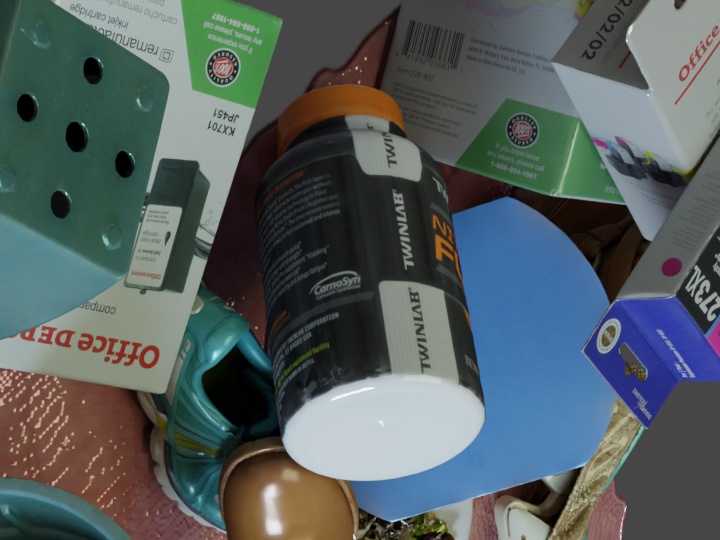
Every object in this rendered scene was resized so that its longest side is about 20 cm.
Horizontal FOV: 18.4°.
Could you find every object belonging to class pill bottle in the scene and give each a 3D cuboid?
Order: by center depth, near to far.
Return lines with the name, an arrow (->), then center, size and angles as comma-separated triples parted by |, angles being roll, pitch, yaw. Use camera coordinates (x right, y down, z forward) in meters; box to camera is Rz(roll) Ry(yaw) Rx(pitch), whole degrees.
pill bottle -> 0.000, 0.000, 1.167 | 0.106, 0.106, 0.201 | 35, 37, -47

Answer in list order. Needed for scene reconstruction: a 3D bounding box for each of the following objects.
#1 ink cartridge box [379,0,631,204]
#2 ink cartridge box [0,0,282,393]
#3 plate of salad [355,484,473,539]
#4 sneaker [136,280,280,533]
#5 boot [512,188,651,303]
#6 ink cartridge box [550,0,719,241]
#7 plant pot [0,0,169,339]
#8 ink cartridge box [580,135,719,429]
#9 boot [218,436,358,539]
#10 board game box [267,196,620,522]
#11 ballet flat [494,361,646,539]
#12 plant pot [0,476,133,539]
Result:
ink cartridge box -> 0.103, -0.151, 1.242 | 0.087, 0.145, 0.201 | 3, 103, -48
ink cartridge box -> -0.139, -0.051, 1.075 | 0.146, 0.083, 0.201 | 13, 97, -47
plate of salad -> 0.014, 0.186, 1.341 | 0.200, 0.048, 0.201 | -29, 130, -42
sneaker -> -0.071, 0.084, 1.197 | 0.078, 0.080, 0.200 | -46, 141, -22
boot -> 0.126, 0.033, 1.306 | 0.077, 0.155, 0.200 | 50, 62, -34
ink cartridge box -> 0.174, -0.108, 1.172 | 0.115, 0.068, 0.200 | -54, 140, -17
plant pot -> -0.187, -0.047, 0.915 | 0.141, 0.200, 0.142 | 31, 65, -47
ink cartridge box -> 0.196, -0.014, 1.165 | 0.200, 0.037, 0.095 | -54, 139, -9
boot -> -0.039, 0.201, 1.166 | 0.076, 0.156, 0.200 | 2, 130, -2
board game box -> 0.049, 0.049, 1.264 | 0.039, 0.199, 0.158 | -48, 119, -75
ballet flat -> 0.124, 0.146, 1.453 | 0.065, 0.070, 0.200 | 28, 81, -20
plant pot -> -0.153, 0.221, 1.076 | 0.201, 0.200, 0.196 | -59, 160, -11
